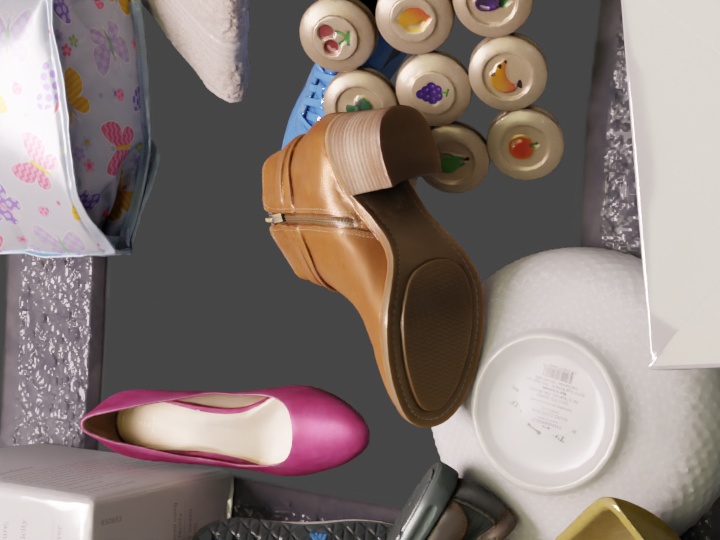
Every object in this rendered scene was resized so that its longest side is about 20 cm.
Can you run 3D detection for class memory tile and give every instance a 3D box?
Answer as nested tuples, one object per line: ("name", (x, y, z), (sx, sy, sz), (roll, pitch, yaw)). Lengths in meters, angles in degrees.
("memory tile", (0.039, -0.136, 0.808), (0.153, 0.017, 0.200), (-9, 118, 19))

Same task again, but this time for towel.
("towel", (-0.141, -0.226, 0.919), (0.034, 0.133, 0.200), (-31, 69, -18))

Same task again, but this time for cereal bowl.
("cereal bowl", (0.126, 0.084, 0.789), (0.200, 0.083, 0.200), (0, 91, 30))

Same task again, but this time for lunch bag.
("lunch bag", (-0.250, -0.110, 0.973), (0.169, 0.127, 0.200), (1, 100, 28))

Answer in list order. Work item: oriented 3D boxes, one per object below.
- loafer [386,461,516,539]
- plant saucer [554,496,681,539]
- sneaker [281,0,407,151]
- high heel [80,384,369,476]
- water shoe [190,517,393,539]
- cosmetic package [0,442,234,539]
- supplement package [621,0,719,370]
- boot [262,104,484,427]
("loafer", (0.025, 0.214, 0.790), (0.063, 0.072, 0.200), (28, 107, 0))
("plant saucer", (0.174, 0.241, 0.745), (0.200, 0.048, 0.200), (53, 145, 18))
("sneaker", (-0.014, -0.132, 0.871), (0.066, 0.078, 0.200), (36, 108, 22))
("high heel", (-0.097, 0.111, 0.906), (0.200, 0.096, 0.067), (7, 93, 29))
("water shoe", (-0.021, 0.216, 0.888), (0.200, 0.079, 0.072), (8, 50, 13))
("cosmetic package", (-0.221, 0.224, 0.937), (0.200, 0.166, 0.168), (3, 91, 29))
("supplement package", (0.237, -0.053, 0.658), (0.147, 0.200, 0.192), (-4, 89, 29))
("boot", (0.000, 0.000, 0.819), (0.155, 0.074, 0.200), (-11, 85, 56))
